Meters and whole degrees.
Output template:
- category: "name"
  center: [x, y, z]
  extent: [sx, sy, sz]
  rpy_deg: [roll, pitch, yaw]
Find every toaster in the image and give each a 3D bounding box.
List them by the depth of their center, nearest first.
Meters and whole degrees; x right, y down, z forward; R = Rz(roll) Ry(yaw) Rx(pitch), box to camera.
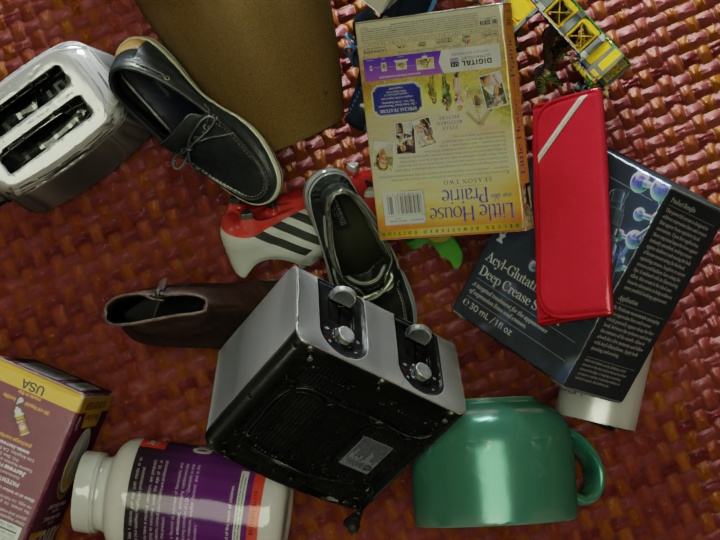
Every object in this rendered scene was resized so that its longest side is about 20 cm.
- category: "toaster"
  center: [-0.028, 0.114, 1.429]
  extent: [0.180, 0.119, 0.200]
  rpy_deg: [26, 128, -21]
- category: "toaster"
  center: [-0.298, -0.135, 1.519]
  extent: [0.200, 0.129, 0.114]
  rpy_deg: [-35, 85, 0]

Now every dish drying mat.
- category: "dish drying mat"
  center: [0.182, -0.055, 1.376]
  extent: [0.077, 0.018, 0.201]
  rpy_deg: [-10, 73, 38]

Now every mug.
- category: "mug"
  center: [0.129, 0.177, 1.481]
  extent: [0.152, 0.185, 0.115]
  rpy_deg: [-7, 83, 27]

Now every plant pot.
- category: "plant pot"
  center: [-0.098, -0.217, 1.504]
  extent: [0.186, 0.186, 0.201]
  rpy_deg: [-23, 100, 1]

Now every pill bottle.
- category: "pill bottle"
  center: [-0.166, 0.220, 1.498]
  extent: [0.199, 0.112, 0.113]
  rpy_deg: [7, 87, 3]

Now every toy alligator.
- category: "toy alligator"
  center: [0.047, -0.088, 1.488]
  extent: [0.054, 0.059, 0.201]
  rpy_deg: [-17, 112, 2]

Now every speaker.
- category: "speaker"
  center: [0.243, 0.050, 1.506]
  extent: [0.081, 0.081, 0.201]
  rpy_deg: [13, 88, 4]

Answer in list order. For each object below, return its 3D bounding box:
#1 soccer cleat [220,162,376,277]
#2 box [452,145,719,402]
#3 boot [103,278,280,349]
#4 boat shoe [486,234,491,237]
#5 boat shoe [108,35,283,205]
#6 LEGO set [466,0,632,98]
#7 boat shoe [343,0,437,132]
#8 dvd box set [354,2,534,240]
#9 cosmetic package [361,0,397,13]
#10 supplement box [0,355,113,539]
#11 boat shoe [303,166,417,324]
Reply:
- category: "soccer cleat"
  center: [-0.038, -0.046, 1.537]
  extent: [0.199, 0.069, 0.085]
  rpy_deg: [-13, 127, -15]
- category: "box"
  center: [0.204, -0.007, 1.429]
  extent: [0.148, 0.107, 0.200]
  rpy_deg: [34, 101, 40]
- category: "boot"
  center: [-0.129, 0.042, 1.480]
  extent: [0.199, 0.166, 0.073]
  rpy_deg: [-4, 86, 3]
- category: "boat shoe"
  center: [0.111, -0.101, 1.533]
  extent: [0.200, 0.070, 0.070]
  rpy_deg: [47, 52, 1]
- category: "boat shoe"
  center: [-0.155, -0.129, 1.458]
  extent: [0.200, 0.062, 0.075]
  rpy_deg: [45, 123, -10]
- category: "LEGO set"
  center: [0.165, -0.199, 1.476]
  extent: [0.116, 0.200, 0.154]
  rpy_deg: [-42, 100, 11]
- category: "boat shoe"
  center: [0.020, -0.225, 1.532]
  extent: [0.068, 0.084, 0.200]
  rpy_deg: [25, 64, -6]
- category: "dvd box set"
  center: [0.075, -0.130, 1.415]
  extent: [0.146, 0.029, 0.201]
  rpy_deg: [-4, 97, 27]
- category: "cosmetic package"
  center: [0.039, -0.328, 1.482]
  extent: [0.103, 0.200, 0.073]
  rpy_deg: [39, 132, 5]
- category: "supplement box"
  center: [-0.327, 0.189, 1.499]
  extent: [0.103, 0.131, 0.201]
  rpy_deg: [22, 89, 4]
- category: "boat shoe"
  center: [0.000, 0.000, 1.488]
  extent: [0.072, 0.071, 0.200]
  rpy_deg: [-28, 116, 0]
